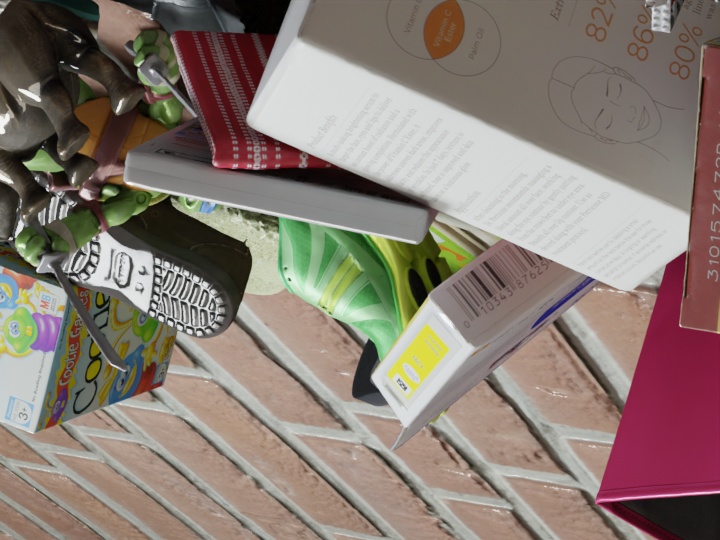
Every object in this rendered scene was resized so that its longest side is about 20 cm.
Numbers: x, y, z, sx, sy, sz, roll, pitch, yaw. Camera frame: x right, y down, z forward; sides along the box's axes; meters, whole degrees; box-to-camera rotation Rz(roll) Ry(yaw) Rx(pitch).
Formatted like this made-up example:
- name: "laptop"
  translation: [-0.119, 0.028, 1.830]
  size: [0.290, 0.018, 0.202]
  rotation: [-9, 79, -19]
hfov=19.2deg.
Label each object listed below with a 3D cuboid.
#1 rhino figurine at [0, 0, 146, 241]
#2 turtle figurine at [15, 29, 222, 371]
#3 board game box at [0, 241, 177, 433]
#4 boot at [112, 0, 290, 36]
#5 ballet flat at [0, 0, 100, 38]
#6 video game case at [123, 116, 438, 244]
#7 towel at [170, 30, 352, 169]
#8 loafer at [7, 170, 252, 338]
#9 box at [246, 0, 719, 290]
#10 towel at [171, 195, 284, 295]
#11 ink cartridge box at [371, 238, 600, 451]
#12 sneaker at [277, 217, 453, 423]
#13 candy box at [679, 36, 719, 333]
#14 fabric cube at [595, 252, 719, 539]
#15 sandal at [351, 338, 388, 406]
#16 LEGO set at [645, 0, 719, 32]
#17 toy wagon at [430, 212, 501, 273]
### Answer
- name: "rhino figurine"
  translation: [-0.189, -0.077, 1.173]
  size: [0.088, 0.060, 0.200]
  rotation: [52, 143, 5]
- name: "turtle figurine"
  translation: [-0.172, -0.081, 1.261]
  size: [0.193, 0.200, 0.145]
  rotation: [23, 125, 2]
- name: "board game box"
  translation: [-0.211, 0.034, 1.484]
  size: [0.102, 0.106, 0.200]
  rotation: [19, -167, 17]
- name: "boot"
  translation: [-0.143, -0.157, 1.145]
  size: [0.199, 0.066, 0.165]
  rotation: [12, 151, 14]
- name: "ballet flat"
  translation: [-0.245, -0.159, 1.221]
  size: [0.199, 0.072, 0.072]
  rotation: [24, 159, 0]
- name: "video game case"
  translation: [-0.028, -0.049, 1.068]
  size: [0.142, 0.018, 0.200]
  rotation: [11, -169, 5]
- name: "towel"
  translation: [0.013, -0.079, 1.049]
  size: [0.198, 0.023, 0.145]
  rotation: [1, -152, -16]
- name: "loafer"
  translation: [-0.155, -0.025, 1.378]
  size: [0.199, 0.071, 0.073]
  rotation: [31, 128, 11]
- name: "box"
  translation: [0.072, -0.107, 0.957]
  size: [0.199, 0.153, 0.106]
  rotation: [24, 159, -8]
- name: "towel"
  translation: [-0.117, -0.038, 1.457]
  size: [0.199, 0.037, 0.148]
  rotation: [26, 157, -16]
- name: "ink cartridge box"
  translation: [0.097, 0.003, 1.165]
  size: [0.047, 0.197, 0.200]
  rotation: [51, 158, 5]
- name: "sneaker"
  translation: [0.000, 0.000, 1.268]
  size: [0.083, 0.201, 0.074]
  rotation: [-29, 173, 31]
- name: "candy box"
  translation: [0.193, -0.048, 0.912]
  size: [0.056, 0.118, 0.200]
  rotation: [10, -164, 25]
- name: "fabric cube"
  translation: [0.280, 0.068, 1.141]
  size: [0.199, 0.200, 0.196]
  rotation: [30, 156, -26]
- name: "sandal"
  translation: [0.025, 0.049, 1.377]
  size: [0.043, 0.077, 0.200]
  rotation: [22, 159, -12]
- name: "LEGO set"
  translation: [0.184, -0.145, 0.763]
  size: [0.199, 0.116, 0.154]
  rotation: [18, 138, 13]
- name: "toy wagon"
  translation: [0.062, -0.017, 1.347]
  size: [0.155, 0.040, 0.199]
  rotation: [34, 154, -34]
